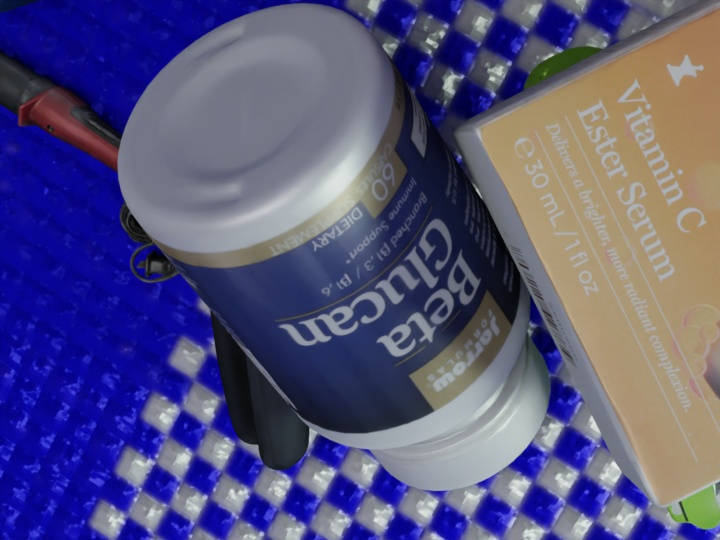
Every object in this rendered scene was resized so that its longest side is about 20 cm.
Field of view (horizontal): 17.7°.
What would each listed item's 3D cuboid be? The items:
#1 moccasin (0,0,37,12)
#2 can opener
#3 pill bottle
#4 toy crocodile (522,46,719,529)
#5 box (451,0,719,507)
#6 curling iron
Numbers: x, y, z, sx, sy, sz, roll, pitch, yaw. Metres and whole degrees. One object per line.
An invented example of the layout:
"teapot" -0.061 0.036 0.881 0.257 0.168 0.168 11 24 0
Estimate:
"moccasin" -0.102 -0.172 0.960 0.200 0.080 0.068 -24 90 23
"can opener" -0.045 -0.006 0.980 0.079 0.063 0.200 -10 111 -15
"pill bottle" 0.000 0.000 0.904 0.111 0.111 0.200 -13 138 23
"toy crocodile" 0.108 0.009 0.932 0.062 0.068 0.200 -21 96 4
"box" 0.156 -0.030 0.845 0.200 0.106 0.152 -27 93 0
"curling iron" -0.142 -0.063 1.030 0.200 0.026 0.050 38 110 8
